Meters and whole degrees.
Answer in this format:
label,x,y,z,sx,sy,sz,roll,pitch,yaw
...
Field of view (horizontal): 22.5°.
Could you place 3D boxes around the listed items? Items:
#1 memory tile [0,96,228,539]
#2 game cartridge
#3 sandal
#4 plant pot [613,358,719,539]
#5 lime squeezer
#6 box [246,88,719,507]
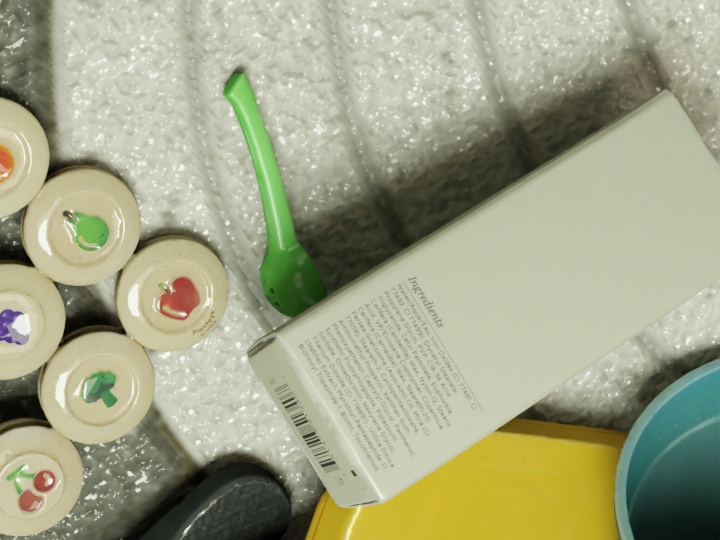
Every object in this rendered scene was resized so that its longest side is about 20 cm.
label,x,y,z,sx,sy,sz,roll,pitch,yaw
memory tile,-0.159,0.041,0.736,0.153,0.017,0.200,40,86,-28
game cartridge,0.037,0.161,0.833,0.176,0.032,0.200,11,101,-40
sandal,-0.115,0.160,0.823,0.200,0.045,0.075,-44,138,-9
plant pot,0.212,0.169,0.850,0.200,0.200,0.188,-12,134,-11
lime squeezer,0.000,0.000,0.786,0.200,0.038,0.071,36,70,-28
box,0.059,0.012,0.741,0.200,0.068,0.082,-30,89,-18
